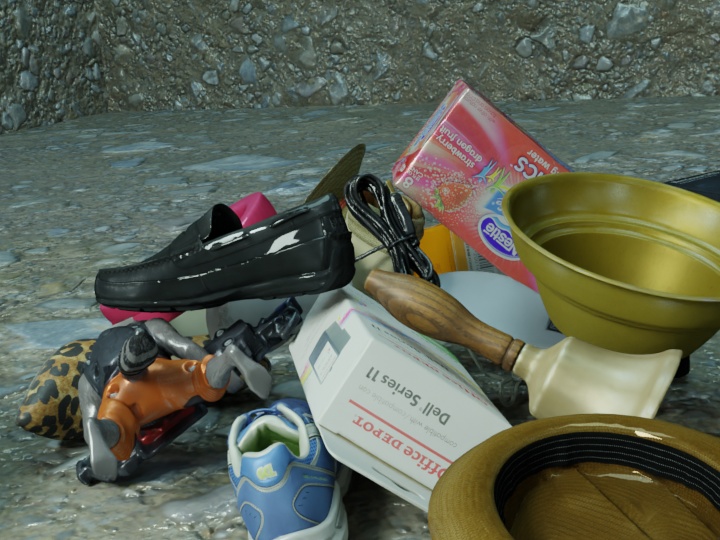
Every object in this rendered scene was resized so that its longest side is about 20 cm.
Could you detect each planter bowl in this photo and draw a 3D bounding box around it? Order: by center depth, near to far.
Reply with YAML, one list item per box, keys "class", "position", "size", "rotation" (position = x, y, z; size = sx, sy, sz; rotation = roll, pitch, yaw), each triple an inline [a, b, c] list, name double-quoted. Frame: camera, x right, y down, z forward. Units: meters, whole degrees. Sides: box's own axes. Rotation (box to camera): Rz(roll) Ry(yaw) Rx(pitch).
- class: "planter bowl"
  position: [0.188, 0.008, 0.741]
  size: [0.197, 0.085, 0.201]
  rotation: [7, 26, -3]

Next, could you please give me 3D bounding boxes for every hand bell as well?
- class: "hand bell"
  position: [0.091, 0.050, 0.682]
  size: [0.198, 0.105, 0.104]
  rotation: [28, 25, 15]

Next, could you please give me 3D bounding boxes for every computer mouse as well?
- class: "computer mouse"
  position: [-0.044, 0.010, 0.830]
  size: [0.198, 0.111, 0.044]
  rotation: [-29, -11, 17]

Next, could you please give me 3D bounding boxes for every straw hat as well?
- class: "straw hat"
  position: [-0.019, -0.052, 1.279]
  size: [0.085, 0.202, 0.201]
  rotation: [38, 23, 4]

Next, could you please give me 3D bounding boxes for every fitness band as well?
- class: "fitness band"
  position: [-0.148, -0.005, 0.912]
  size: [0.199, 0.038, 0.144]
  rotation: [-21, 22, 50]

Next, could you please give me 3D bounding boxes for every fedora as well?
- class: "fedora"
  position: [0.125, 0.144, 0.517]
  size: [0.197, 0.083, 0.201]
  rotation: [-3, 20, 1]

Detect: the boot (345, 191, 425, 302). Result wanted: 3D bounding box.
- class: "boot"
  position: [0.000, 0.000, 0.935]
  size: [0.072, 0.158, 0.200]
  rotation: [6, 14, -14]

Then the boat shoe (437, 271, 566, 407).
- class: "boat shoe"
  position: [0.137, 0.065, 0.818]
  size: [0.199, 0.087, 0.075]
  rotation: [14, 43, 16]

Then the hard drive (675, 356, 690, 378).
- class: "hard drive"
  position: [0.209, 0.048, 0.947]
  size: [0.137, 0.033, 0.200]
  rotation: [-2, 15, 10]

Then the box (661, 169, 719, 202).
- class: "box"
  position: [0.415, -0.035, 1.048]
  size: [0.146, 0.109, 0.199]
  rotation: [-13, 16, -27]

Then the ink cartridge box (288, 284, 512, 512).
- class: "ink cartridge box"
  position: [0.025, 0.082, 0.705]
  size: [0.116, 0.068, 0.200]
  rotation: [32, 6, -16]

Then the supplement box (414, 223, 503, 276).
- class: "supplement box"
  position: [0.161, -0.027, 1.110]
  size: [0.197, 0.075, 0.126]
  rotation: [-10, -1, -20]

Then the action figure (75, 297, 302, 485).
- class: "action figure"
  position: [-0.127, 0.059, 0.731]
  size: [0.199, 0.105, 0.193]
  rotation: [-40, 18, -17]

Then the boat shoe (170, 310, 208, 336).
- class: "boat shoe"
  position: [-0.119, 0.016, 1.024]
  size: [0.199, 0.071, 0.072]
  rotation: [-27, 8, 17]

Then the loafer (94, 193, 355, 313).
- class: "loafer"
  position: [-0.098, -0.011, 0.749]
  size: [0.197, 0.072, 0.068]
  rotation: [-8, 0, 20]

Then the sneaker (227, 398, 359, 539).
- class: "sneaker"
  position: [-0.043, 0.114, 0.675]
  size: [0.075, 0.078, 0.200]
  rotation: [-18, 13, -2]

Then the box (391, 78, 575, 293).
- class: "box"
  position: [0.131, -0.057, 0.898]
  size: [0.199, 0.103, 0.095]
  rotation: [38, 13, -8]

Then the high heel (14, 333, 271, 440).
- class: "high heel"
  position: [-0.165, 0.088, 0.841]
  size: [0.140, 0.073, 0.200]
  rotation: [-2, 8, 21]
